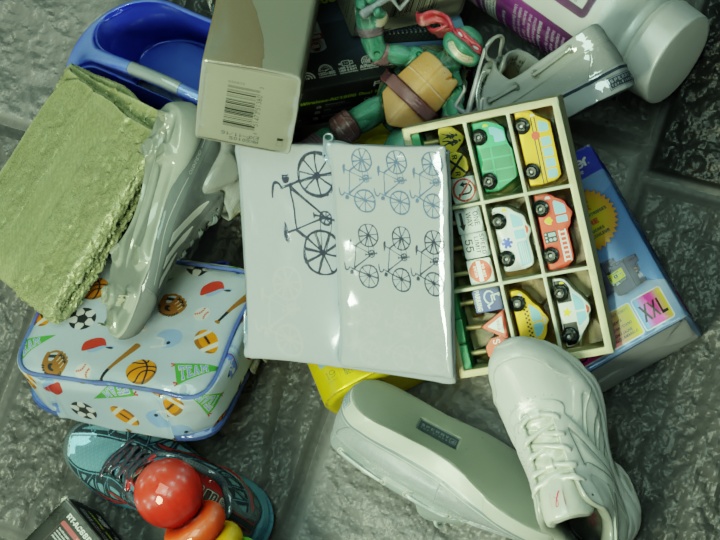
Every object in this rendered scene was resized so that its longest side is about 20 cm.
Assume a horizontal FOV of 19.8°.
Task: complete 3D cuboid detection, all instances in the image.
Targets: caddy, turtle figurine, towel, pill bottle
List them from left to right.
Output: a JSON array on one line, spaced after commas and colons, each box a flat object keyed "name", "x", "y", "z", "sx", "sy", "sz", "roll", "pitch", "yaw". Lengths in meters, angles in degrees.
[{"name": "towel", "x": -0.244, "y": -0.066, "z": 1.738, "sx": 0.148, "sy": 0.036, "sz": 0.201, "roll": 31, "pitch": 91, "yaw": 36}, {"name": "caddy", "x": -0.161, "y": -0.152, "z": 1.789, "sx": 0.199, "sy": 0.105, "sz": 0.142, "roll": 24, "pitch": 83, "yaw": 22}, {"name": "turtle figurine", "x": 0.042, "y": -0.137, "z": 1.640, "sx": 0.150, "sy": 0.101, "sz": 0.200, "roll": 42, "pitch": 95, "yaw": 19}, {"name": "pill bottle", "x": 0.184, "y": -0.225, "z": 1.700, "sx": 0.200, "sy": 0.112, "sz": 0.112, "roll": 38, "pitch": 88, "yaw": 23}]

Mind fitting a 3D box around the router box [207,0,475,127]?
[{"name": "router box", "x": -0.018, "y": -0.207, "z": 1.738, "sx": 0.199, "sy": 0.062, "sz": 0.151, "roll": -12, "pitch": 65, "yaw": -17}]

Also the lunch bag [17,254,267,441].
[{"name": "lunch bag", "x": -0.176, "y": 0.057, "z": 1.735, "sx": 0.199, "sy": 0.076, "sz": 0.161, "roll": 9, "pitch": 52, "yaw": 18}]

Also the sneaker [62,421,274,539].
[{"name": "sneaker", "x": -0.166, "y": 0.165, "z": 1.701, "sx": 0.199, "sy": 0.096, "sz": 0.080, "roll": 20, "pitch": 80, "yaw": 22}]

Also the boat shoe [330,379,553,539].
[{"name": "boat shoe", "x": 0.066, "y": 0.164, "z": 1.643, "sx": 0.200, "sy": 0.070, "sz": 0.072, "roll": 32, "pitch": 129, "yaw": 3}]

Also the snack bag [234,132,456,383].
[{"name": "snack bag", "x": -0.016, "y": -0.012, "z": 1.611, "sx": 0.199, "sy": 0.021, "sz": 0.190, "roll": 6, "pitch": 107, "yaw": 29}]

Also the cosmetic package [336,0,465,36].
[{"name": "cosmetic package", "x": 0.011, "y": -0.302, "z": 1.717, "sx": 0.103, "sy": 0.073, "sz": 0.201, "roll": -14, "pitch": 65, "yaw": -18}]

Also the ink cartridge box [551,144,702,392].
[{"name": "ink cartridge box", "x": 0.164, "y": -0.005, "z": 1.661, "sx": 0.136, "sy": 0.076, "sz": 0.201, "roll": -30, "pitch": 66, "yaw": 7}]

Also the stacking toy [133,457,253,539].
[{"name": "stacking toy", "x": -0.108, "y": 0.231, "z": 1.613, "sx": 0.085, "sy": 0.085, "sz": 0.200, "roll": -33, "pitch": 108, "yaw": 5}]

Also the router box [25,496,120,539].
[{"name": "router box", "x": -0.224, "y": 0.309, "z": 1.685, "sx": 0.150, "sy": 0.062, "sz": 0.200, "roll": -44, "pitch": 66, "yaw": 2}]

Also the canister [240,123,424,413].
[{"name": "canister", "x": 0.000, "y": 0.000, "z": 1.705, "sx": 0.148, "sy": 0.087, "sz": 0.201, "roll": -26, "pitch": 69, "yaw": 8}]

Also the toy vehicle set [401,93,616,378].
[{"name": "toy vehicle set", "x": 0.114, "y": -0.025, "z": 1.580, "sx": 0.124, "sy": 0.027, "sz": 0.201, "roll": -11, "pitch": 98, "yaw": 15}]

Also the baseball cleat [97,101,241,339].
[{"name": "baseball cleat", "x": -0.144, "y": -0.034, "z": 1.680, "sx": 0.070, "sy": 0.106, "sz": 0.201, "roll": 34, "pitch": 110, "yaw": 54}]

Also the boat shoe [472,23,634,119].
[{"name": "boat shoe", "x": 0.128, "y": -0.150, "z": 1.667, "sx": 0.202, "sy": 0.074, "sz": 0.087, "roll": -25, "pitch": 90, "yaw": 51}]

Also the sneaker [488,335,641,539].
[{"name": "sneaker", "x": 0.154, "y": 0.144, "z": 1.556, "sx": 0.078, "sy": 0.099, "sz": 0.201, "roll": -24, "pitch": 105, "yaw": 22}]

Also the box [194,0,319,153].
[{"name": "box", "x": -0.073, "y": -0.200, "z": 1.619, "sx": 0.077, "sy": 0.095, "sz": 0.201, "roll": 10, "pitch": 51, "yaw": -1}]
